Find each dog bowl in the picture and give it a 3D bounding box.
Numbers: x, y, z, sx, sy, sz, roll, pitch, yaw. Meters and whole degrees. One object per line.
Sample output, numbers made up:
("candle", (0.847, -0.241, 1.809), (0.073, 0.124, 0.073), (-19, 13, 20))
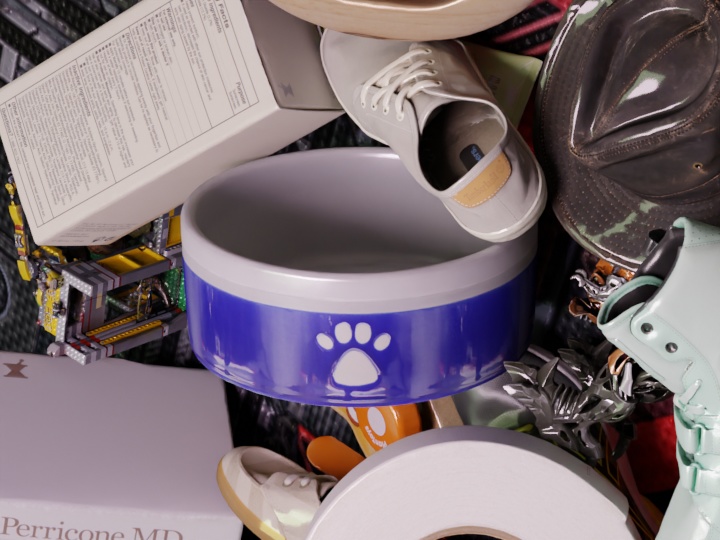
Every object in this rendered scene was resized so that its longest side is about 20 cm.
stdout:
("dog bowl", (0.000, 0.000, 1.437), (0.200, 0.200, 0.079), (19, 120, 39))

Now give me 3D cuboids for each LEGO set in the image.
("LEGO set", (-0.184, -0.035, 1.665), (0.154, 0.116, 0.200), (36, 127, 30))

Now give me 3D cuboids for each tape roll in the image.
("tape roll", (0.061, 0.184, 1.383), (0.202, 0.037, 0.203), (1, 102, 4))

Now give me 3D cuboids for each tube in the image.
("tube", (0.015, -0.119, 1.490), (0.200, 0.052, 0.058), (27, 141, 33))

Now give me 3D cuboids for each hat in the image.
("hat", (0.156, -0.089, 1.303), (0.200, 0.081, 0.201), (1, 91, 34))

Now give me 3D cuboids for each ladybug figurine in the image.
("ladybug figurine", (0.014, -0.197, 1.400), (0.199, 0.072, 0.136), (10, 120, 5))

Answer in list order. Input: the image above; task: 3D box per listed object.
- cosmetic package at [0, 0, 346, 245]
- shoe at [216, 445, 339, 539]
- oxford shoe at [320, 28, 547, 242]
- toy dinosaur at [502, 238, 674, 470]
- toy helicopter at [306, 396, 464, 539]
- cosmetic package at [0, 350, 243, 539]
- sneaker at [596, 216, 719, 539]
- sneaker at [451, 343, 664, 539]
("cosmetic package", (-0.116, -0.098, 1.509), (0.200, 0.073, 0.104), (-25, 77, 32))
("shoe", (-0.002, 0.157, 1.545), (0.200, 0.070, 0.053), (34, 114, 23))
("oxford shoe", (0.034, -0.093, 1.404), (0.075, 0.058, 0.200), (-42, 48, 5))
("toy dinosaur", (0.159, 0.043, 1.380), (0.136, 0.102, 0.200), (-32, 59, 30))
("toy helicopter", (0.003, 0.087, 1.575), (0.200, 0.079, 0.133), (34, 136, 45))
("cosmetic package", (-0.178, 0.182, 1.662), (0.167, 0.167, 0.200), (-103, 22, -56))
("sneaker", (0.161, 0.066, 1.302), (0.118, 0.074, 0.201), (19, 106, -10))
("sneaker", (0.114, 0.123, 1.439), (0.074, 0.085, 0.200), (-43, 81, 29))
